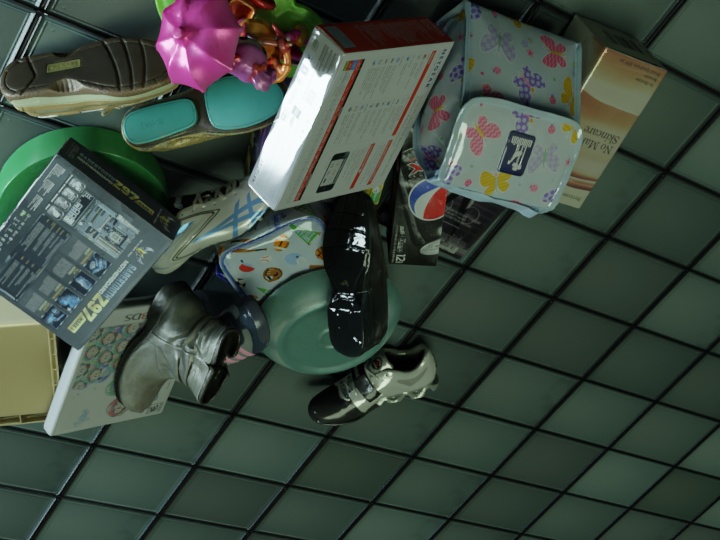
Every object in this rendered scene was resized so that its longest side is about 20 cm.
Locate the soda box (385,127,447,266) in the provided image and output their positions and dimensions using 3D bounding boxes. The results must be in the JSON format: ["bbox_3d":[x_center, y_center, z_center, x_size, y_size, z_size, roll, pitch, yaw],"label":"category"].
[{"bbox_3d":[0.072,-0.105,1.426,0.063,0.071,0.202,2,127,-4],"label":"soda box"}]

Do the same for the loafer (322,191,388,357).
[{"bbox_3d":[0.000,0.000,1.423,0.072,0.072,0.202,-16,114,-52],"label":"loafer"}]

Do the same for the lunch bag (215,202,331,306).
[{"bbox_3d":[-0.094,-0.010,1.485,0.159,0.076,0.201,-22,136,8],"label":"lunch bag"}]

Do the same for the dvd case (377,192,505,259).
[{"bbox_3d":[0.132,-0.109,1.499,0.148,0.016,0.200,22,124,-31],"label":"dvd case"}]

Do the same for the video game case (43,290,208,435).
[{"bbox_3d":[-0.300,0.118,1.508,0.181,0.024,0.201,-7,131,-48],"label":"video game case"}]

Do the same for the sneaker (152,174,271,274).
[{"bbox_3d":[-0.172,-0.067,1.341,0.199,0.072,0.073,-30,119,12],"label":"sneaker"}]

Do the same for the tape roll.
[{"bbox_3d":[-0.323,-0.074,1.371,0.198,0.048,0.202,-9,135,-9],"label":"tape roll"}]

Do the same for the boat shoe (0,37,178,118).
[{"bbox_3d":[-0.277,-0.198,1.248,0.198,0.072,0.076,-1,154,13],"label":"boat shoe"}]

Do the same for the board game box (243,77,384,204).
[{"bbox_3d":[-0.038,-0.172,1.359,0.164,0.057,0.201,0,132,-18],"label":"board game box"}]

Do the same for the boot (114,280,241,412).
[{"bbox_3d":[-0.229,0.125,1.455,0.067,0.131,0.201,-3,128,-49],"label":"boot"}]

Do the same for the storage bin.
[{"bbox_3d":[-0.476,0.103,1.463,0.198,0.094,0.200,-4,134,-14],"label":"storage bin"}]

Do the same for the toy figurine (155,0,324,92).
[{"bbox_3d":[-0.125,-0.226,1.151,0.199,0.185,0.150,34,118,-17],"label":"toy figurine"}]

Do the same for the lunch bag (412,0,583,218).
[{"bbox_3d":[0.155,-0.172,1.303,0.168,0.202,0.127,14,163,-26],"label":"lunch bag"}]

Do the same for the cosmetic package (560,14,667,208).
[{"bbox_3d":[0.260,-0.187,1.399,0.102,0.088,0.201,11,123,-28],"label":"cosmetic package"}]

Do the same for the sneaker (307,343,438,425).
[{"bbox_3d":[0.014,0.153,1.677,0.198,0.074,0.089,-21,136,-11],"label":"sneaker"}]

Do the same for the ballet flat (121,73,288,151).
[{"bbox_3d":[-0.166,-0.174,1.299,0.198,0.071,0.071,-12,136,12],"label":"ballet flat"}]

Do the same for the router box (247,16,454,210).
[{"bbox_3d":[-0.010,-0.166,1.242,0.179,0.049,0.201,-17,144,-47],"label":"router box"}]

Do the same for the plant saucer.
[{"bbox_3d":[-0.038,0.076,1.513,0.198,0.036,0.201,-10,140,-9],"label":"plant saucer"}]

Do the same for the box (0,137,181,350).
[{"bbox_3d":[-0.320,-0.026,1.313,0.157,0.051,0.200,37,117,-14],"label":"box"}]

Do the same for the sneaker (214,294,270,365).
[{"bbox_3d":[-0.172,0.089,1.485,0.081,0.071,0.200,-22,170,-25],"label":"sneaker"}]
